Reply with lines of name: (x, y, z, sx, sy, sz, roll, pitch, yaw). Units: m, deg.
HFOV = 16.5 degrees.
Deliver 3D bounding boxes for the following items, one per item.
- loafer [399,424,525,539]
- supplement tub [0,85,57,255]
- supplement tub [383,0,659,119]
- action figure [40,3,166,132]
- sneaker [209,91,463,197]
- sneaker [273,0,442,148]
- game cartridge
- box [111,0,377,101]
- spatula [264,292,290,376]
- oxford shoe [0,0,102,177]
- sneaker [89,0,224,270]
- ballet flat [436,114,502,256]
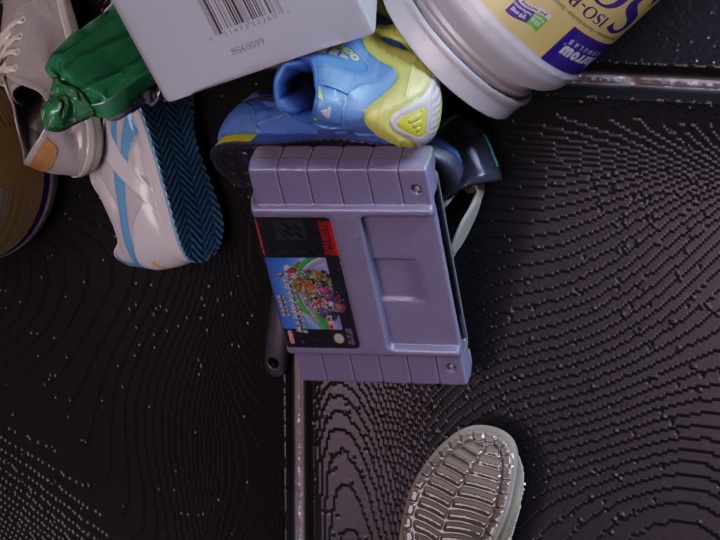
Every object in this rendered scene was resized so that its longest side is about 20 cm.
loafer: (0.064, 0.205, 1.752, 0.075, 0.068, 0.201, 21, 92, 21)
supplement tub: (-0.331, -0.067, 1.820, 0.144, 0.200, 0.147, 5, 102, 26)
supplement tub: (0.124, -0.208, 1.589, 0.200, 0.145, 0.146, -43, 79, 21)
action figure: (-0.151, -0.152, 1.723, 0.118, 0.200, 0.055, 38, 141, 18)
sneaker: (-0.010, -0.095, 1.696, 0.199, 0.079, 0.066, 6, 143, 35)
sneaker: (-0.009, -0.145, 1.645, 0.104, 0.200, 0.076, 3, 113, -11)
game cartridge: (0.000, 0.000, 1.684, 0.128, 0.039, 0.201, -2, 132, 12)
box: (-0.073, -0.227, 1.636, 0.151, 0.201, 0.107, -17, 125, 16)
spatula: (-0.048, -0.017, 1.793, 0.056, 0.021, 0.202, 18, 107, 22)
oxford shoe: (-0.241, -0.158, 1.817, 0.075, 0.057, 0.201, -49, 52, 51)
sneaker: (-0.164, -0.099, 1.809, 0.080, 0.076, 0.202, -10, 91, 36)
ballet flat: (0.028, -0.019, 1.728, 0.073, 0.073, 0.200, 48, 114, 12)
